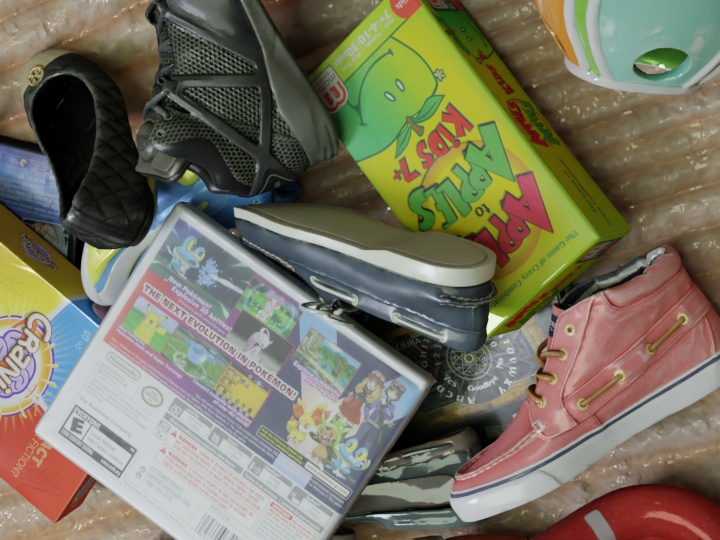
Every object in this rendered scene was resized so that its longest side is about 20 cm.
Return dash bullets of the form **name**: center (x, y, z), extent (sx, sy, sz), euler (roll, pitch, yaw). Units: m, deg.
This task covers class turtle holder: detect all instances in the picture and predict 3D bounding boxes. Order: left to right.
- **turtle holder**: center (0.180, -0.173, 1.219), extent (0.141, 0.185, 0.132), euler (31, 120, 48)

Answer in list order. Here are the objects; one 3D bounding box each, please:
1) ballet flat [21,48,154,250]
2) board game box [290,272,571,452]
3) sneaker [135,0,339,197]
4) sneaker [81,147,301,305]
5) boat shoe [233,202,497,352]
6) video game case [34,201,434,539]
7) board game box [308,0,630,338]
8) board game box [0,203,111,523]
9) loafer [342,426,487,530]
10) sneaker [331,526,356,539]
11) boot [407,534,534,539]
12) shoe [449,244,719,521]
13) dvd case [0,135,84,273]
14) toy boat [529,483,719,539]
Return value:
- **ballet flat**: center (-0.182, -0.087, 1.383), extent (0.066, 0.057, 0.200), euler (-52, 41, 18)
- **board game box**: center (0.047, 0.054, 1.394), extent (0.200, 0.028, 0.135), euler (-9, 102, 26)
- **sneaker**: center (-0.108, -0.129, 1.314), extent (0.114, 0.076, 0.200), euler (-33, 99, -12)
- **sneaker**: center (-0.105, -0.042, 1.404), extent (0.105, 0.076, 0.200), euler (33, 115, 10)
- **boat shoe**: center (0.000, 0.000, 1.306), extent (0.200, 0.075, 0.062), euler (15, 111, 36)
- **video game case**: center (-0.082, 0.086, 1.367), extent (0.200, 0.023, 0.182), euler (35, 102, 11)
- **board game box**: center (0.062, -0.070, 1.316), extent (0.102, 0.048, 0.200), euler (-43, 74, 28)
- **board game box**: center (-0.242, 0.054, 1.492), extent (0.200, 0.040, 0.153), euler (39, 117, 8)
- **loafer**: center (-0.013, 0.132, 1.397), extent (0.200, 0.072, 0.063), euler (-3, 101, 13)
- **sneaker**: center (-0.077, 0.218, 1.460), extent (0.200, 0.071, 0.080), euler (-16, 79, 40)
- **boot**: center (0.095, 0.265, 1.379), extent (0.107, 0.075, 0.200), euler (-4, 81, -18)
- **shoe**: center (0.126, 0.067, 1.312), extent (0.200, 0.071, 0.091), euler (-31, 98, 2)
- **dvd case**: center (-0.261, 0.001, 1.517), extent (0.143, 0.018, 0.200), euler (14, 110, 19)
- **toy boat**: center (0.155, 0.210, 1.302), extent (0.131, 0.200, 0.131), euler (59, 161, 2)
